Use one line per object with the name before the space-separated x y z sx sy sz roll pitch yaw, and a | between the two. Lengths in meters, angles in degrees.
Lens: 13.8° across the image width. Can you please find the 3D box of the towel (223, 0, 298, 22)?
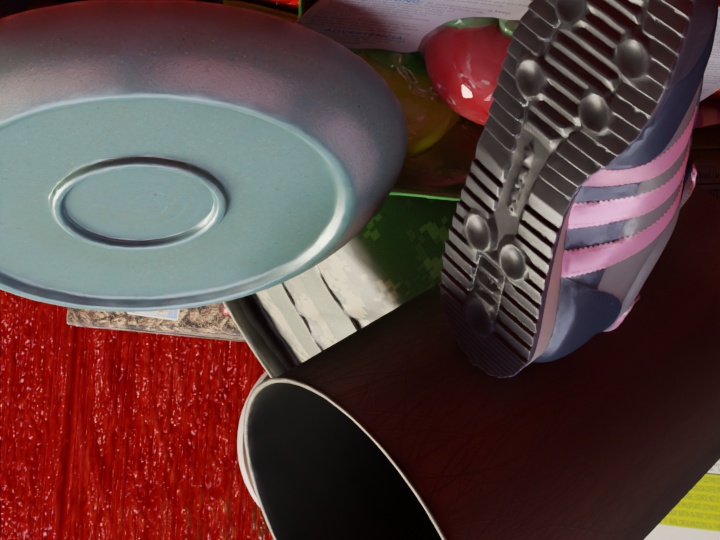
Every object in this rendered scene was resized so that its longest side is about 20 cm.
towel | -0.042 -0.102 1.345 0.086 0.018 0.200 1 175 36

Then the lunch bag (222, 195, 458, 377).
lunch bag | 0.000 0.000 1.344 0.118 0.164 0.200 -43 -154 -24

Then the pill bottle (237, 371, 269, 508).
pill bottle | 0.026 0.100 1.662 0.109 0.109 0.200 6 176 -36

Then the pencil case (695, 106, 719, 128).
pencil case | 0.201 -0.041 1.526 0.200 0.084 0.086 5 154 -4

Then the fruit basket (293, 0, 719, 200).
fruit basket | 0.052 -0.085 1.140 0.185 0.094 0.200 4 161 -17

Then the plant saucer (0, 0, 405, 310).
plant saucer | -0.082 -0.034 1.100 0.200 0.027 0.200 -2 151 -1

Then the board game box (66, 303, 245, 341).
board game box | -0.037 -0.009 1.657 0.200 0.097 0.159 2 177 39

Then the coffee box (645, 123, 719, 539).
coffee box | 0.224 0.025 1.351 0.200 0.198 0.200 -13 -173 -32

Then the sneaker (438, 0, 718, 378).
sneaker | 0.093 -0.050 1.068 0.082 0.070 0.200 -17 146 -37

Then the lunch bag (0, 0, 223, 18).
lunch bag | -0.153 -0.094 1.173 0.200 0.094 0.151 -7 177 -19

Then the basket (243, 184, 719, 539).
basket | 0.073 0.060 1.201 0.200 0.180 0.136 -36 -135 -26
